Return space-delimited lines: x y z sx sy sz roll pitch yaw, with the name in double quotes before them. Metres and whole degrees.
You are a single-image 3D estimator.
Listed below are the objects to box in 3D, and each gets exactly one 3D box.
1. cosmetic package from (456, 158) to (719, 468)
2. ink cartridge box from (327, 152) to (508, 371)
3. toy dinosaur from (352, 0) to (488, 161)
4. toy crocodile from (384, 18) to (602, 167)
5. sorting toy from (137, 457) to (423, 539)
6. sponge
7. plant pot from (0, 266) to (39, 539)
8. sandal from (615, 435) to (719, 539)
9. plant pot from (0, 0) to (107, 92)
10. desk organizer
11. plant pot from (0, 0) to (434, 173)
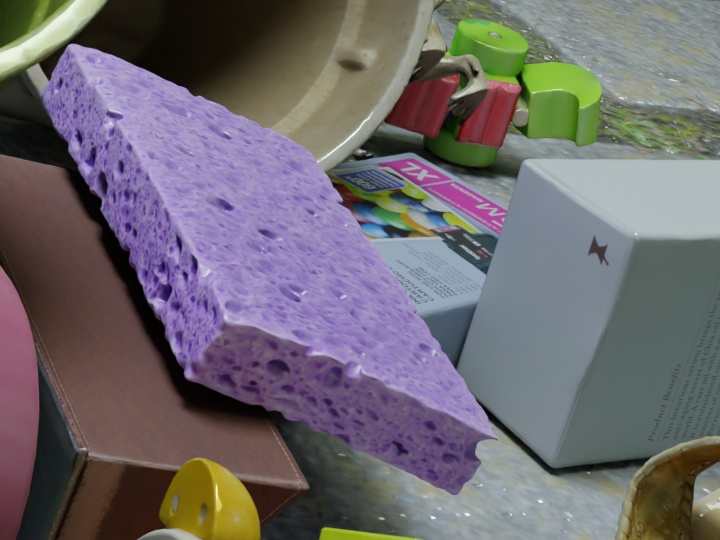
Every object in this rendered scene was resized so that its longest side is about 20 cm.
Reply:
"cosmetic package" 0.144 0.014 0.922 0.199 0.102 0.071 -1 28 -39
"ink cartridge box" 0.000 0.000 0.931 0.119 0.042 0.199 32 28 31
"toy dinosaur" 0.013 -0.113 1.043 0.199 0.058 0.101 -31 52 -9
"toy crocodile" 0.022 -0.092 1.115 0.198 0.068 0.062 11 23 -15
"sorting toy" 0.038 0.127 0.576 0.179 0.108 0.200 6 25 -21
"sponge" -0.036 -0.006 0.778 0.111 0.030 0.200 24 19 -33
"plant pot" -0.186 0.031 0.555 0.178 0.201 0.200 18 17 -41
"sandal" 0.105 0.086 0.689 0.210 0.070 0.078 -13 51 -19
"plant pot" -0.188 -0.080 0.712 0.199 0.190 0.201 12 54 -17
"desk organizer" -0.092 0.037 0.738 0.077 0.072 0.200 11 25 -28
"plant pot" -0.100 -0.131 0.951 0.199 0.202 0.183 2 2 -33
